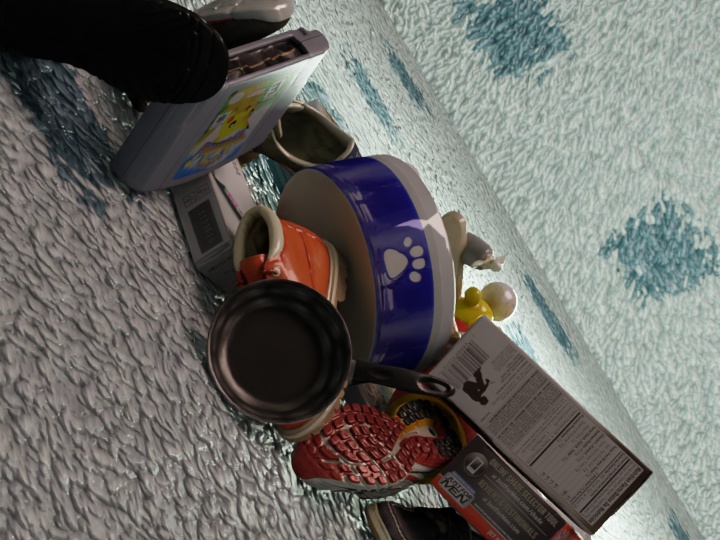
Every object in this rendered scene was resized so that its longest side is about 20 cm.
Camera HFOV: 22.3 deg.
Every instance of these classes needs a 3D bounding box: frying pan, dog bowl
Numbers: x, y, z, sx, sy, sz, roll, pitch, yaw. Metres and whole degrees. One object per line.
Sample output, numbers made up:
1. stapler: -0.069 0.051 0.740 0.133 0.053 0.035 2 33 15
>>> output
1. frying pan: -0.028 0.059 1.431 0.031 0.190 0.115 137 -57 -69
2. dog bowl: 0.000 0.000 1.621 0.200 0.079 0.200 30 -55 56

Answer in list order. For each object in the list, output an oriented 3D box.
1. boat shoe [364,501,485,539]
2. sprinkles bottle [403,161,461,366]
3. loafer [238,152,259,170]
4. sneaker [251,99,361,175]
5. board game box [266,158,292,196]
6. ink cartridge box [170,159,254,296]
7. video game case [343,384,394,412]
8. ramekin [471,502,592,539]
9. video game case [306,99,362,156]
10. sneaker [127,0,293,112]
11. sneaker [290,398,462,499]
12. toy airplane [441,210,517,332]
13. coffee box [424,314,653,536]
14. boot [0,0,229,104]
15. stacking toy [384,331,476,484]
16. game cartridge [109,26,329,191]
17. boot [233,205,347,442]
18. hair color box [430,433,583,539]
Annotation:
1. boat shoe: 0.067 0.238 1.610 0.200 0.065 0.072 43 20 -53
2. sprinkles bottle: 0.043 -0.007 1.737 0.068 0.068 0.200 43 29 -54
3. loafer: -0.115 -0.157 1.841 0.076 0.067 0.200 54 13 -26
4. sneaker: -0.082 -0.140 1.705 0.200 0.067 0.090 31 -20 6
5. board game box: -0.010 -0.026 1.899 0.200 0.047 0.151 44 18 -50
6. ink cartridge box: -0.110 -0.043 1.635 0.174 0.044 0.200 44 19 -49
7. video game case: -0.019 0.058 1.815 0.200 0.023 0.182 62 12 12
8. ramekin: 0.158 0.236 1.933 0.202 0.094 0.202 56 11 -17
9. video game case: 0.008 -0.061 1.893 0.182 0.022 0.200 50 16 -37
10. sneaker: -0.129 -0.185 1.571 0.077 0.200 0.082 -38 111 -50
11. sneaker: 0.006 0.163 1.529 0.200 0.082 0.078 4 49 -56
12. toy airplane: 0.103 0.041 2.025 0.200 0.141 0.199 158 -83 -72
13. coffee box: 0.154 0.136 1.616 0.200 0.080 0.113 43 -3 3
14. boot: -0.193 -0.201 1.404 0.200 0.076 0.168 13 23 -5
15. stacking toy: 0.063 0.149 1.705 0.146 0.146 0.200 59 33 2
16. game cartridge: -0.116 -0.130 1.507 0.040 0.133 0.200 49 36 9
17. boot: -0.066 0.041 1.484 0.107 0.075 0.200 42 35 -43
18. hair color box: 0.133 0.216 1.624 0.111 0.064 0.200 44 -3 17
